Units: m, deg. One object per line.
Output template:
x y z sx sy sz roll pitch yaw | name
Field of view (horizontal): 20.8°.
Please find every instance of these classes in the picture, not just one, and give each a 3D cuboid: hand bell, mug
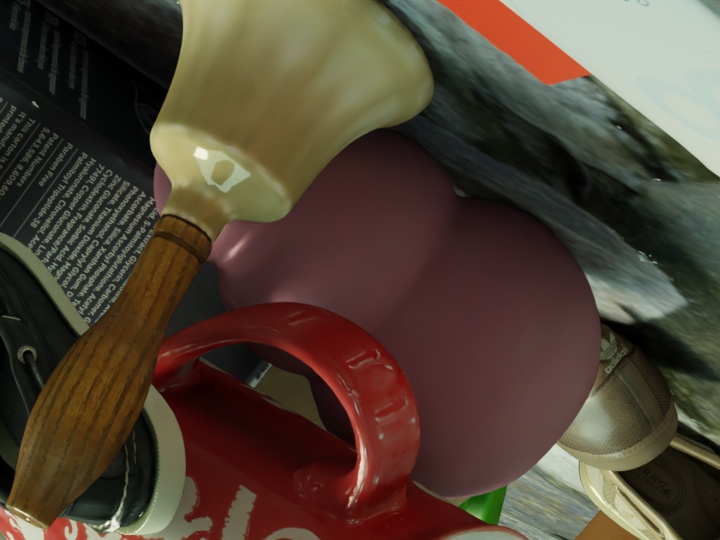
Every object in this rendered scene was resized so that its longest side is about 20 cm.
-0.065 -0.004 0.667 0.104 0.201 0.104 26 161 9 | hand bell
-0.035 0.093 0.752 0.200 0.178 0.133 30 -171 40 | mug

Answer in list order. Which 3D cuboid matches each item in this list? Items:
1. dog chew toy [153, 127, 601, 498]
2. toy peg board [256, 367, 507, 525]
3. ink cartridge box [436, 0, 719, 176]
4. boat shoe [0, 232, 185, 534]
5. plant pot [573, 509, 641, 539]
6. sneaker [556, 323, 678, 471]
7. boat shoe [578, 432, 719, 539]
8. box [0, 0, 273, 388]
0.000 0.000 0.791 0.200 0.125 0.125 39 168 -9 | dog chew toy
-0.017 0.096 1.054 0.199 0.098 0.200 24 -155 25 | toy peg board
0.033 -0.080 0.494 0.160 0.047 0.200 34 167 -22 | ink cartridge box
-0.145 0.039 0.731 0.066 0.075 0.199 -2 -150 -41 | boat shoe
0.194 0.206 1.159 0.199 0.140 0.200 28 169 6 | plant pot
0.067 0.033 0.947 0.200 0.070 0.076 14 143 47 | sneaker
0.204 0.145 1.033 0.199 0.071 0.065 30 171 6 | boat shoe
-0.128 -0.031 0.890 0.200 0.104 0.148 35 -166 -18 | box
